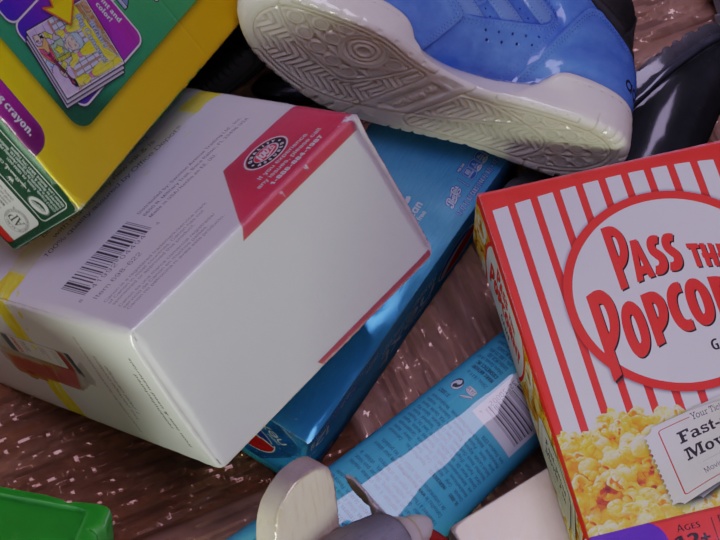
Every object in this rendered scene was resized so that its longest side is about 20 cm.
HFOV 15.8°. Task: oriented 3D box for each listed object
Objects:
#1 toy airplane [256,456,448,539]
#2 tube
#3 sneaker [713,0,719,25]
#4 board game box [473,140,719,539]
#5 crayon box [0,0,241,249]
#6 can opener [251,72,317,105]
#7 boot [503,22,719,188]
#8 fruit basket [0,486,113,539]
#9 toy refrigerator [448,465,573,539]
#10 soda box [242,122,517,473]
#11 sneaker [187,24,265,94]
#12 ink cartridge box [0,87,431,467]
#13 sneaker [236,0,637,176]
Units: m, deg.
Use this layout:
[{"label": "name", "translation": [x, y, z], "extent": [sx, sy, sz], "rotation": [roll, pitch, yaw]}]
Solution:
[{"label": "toy airplane", "translation": [-0.011, 0.189, 1.072], "extent": [0.141, 0.200, 0.200], "rotation": [11, 77, 23]}, {"label": "tube", "translation": [0.019, 0.103, 1.213], "extent": [0.200, 0.050, 0.077], "rotation": [-39, 73, -13]}, {"label": "sneaker", "translation": [0.223, -0.163, 1.336], "extent": [0.080, 0.076, 0.201], "rotation": [-7, 68, -18]}, {"label": "board game box", "translation": [0.150, 0.043, 1.174], "extent": [0.151, 0.046, 0.201], "rotation": [-13, 62, -7]}, {"label": "crayon box", "translation": [-0.161, -0.140, 1.140], "extent": [0.200, 0.058, 0.173], "rotation": [49, 44, -15]}, {"label": "can opener", "translation": [0.042, -0.113, 1.311], "extent": [0.199, 0.079, 0.064], "rotation": [-13, 106, -7]}, {"label": "boot", "translation": [0.184, -0.003, 1.260], "extent": [0.165, 0.066, 0.200], "rotation": [-41, 72, -12]}, {"label": "fruit basket", "translation": [-0.163, 0.211, 1.093], "extent": [0.155, 0.216, 0.216], "rotation": [10, 65, 0]}, {"label": "toy refrigerator", "translation": [0.123, 0.189, 1.170], "extent": [0.076, 0.070, 0.200], "rotation": [-30, 70, -13]}, {"label": "soda box", "translation": [0.000, 0.000, 1.245], "extent": [0.068, 0.064, 0.200], "rotation": [32, 67, 9]}, {"label": "sneaker", "translation": [-0.004, -0.154, 1.258], "extent": [0.200, 0.104, 0.060], "rotation": [-55, 51, 15]}, {"label": "ink cartridge box", "translation": [-0.089, -0.006, 1.170], "extent": [0.145, 0.084, 0.200], "rotation": [-46, 33, -21]}, {"label": "sneaker", "translation": [0.041, -0.126, 1.221], "extent": [0.199, 0.077, 0.112], "rotation": [18, 58, -14]}]
